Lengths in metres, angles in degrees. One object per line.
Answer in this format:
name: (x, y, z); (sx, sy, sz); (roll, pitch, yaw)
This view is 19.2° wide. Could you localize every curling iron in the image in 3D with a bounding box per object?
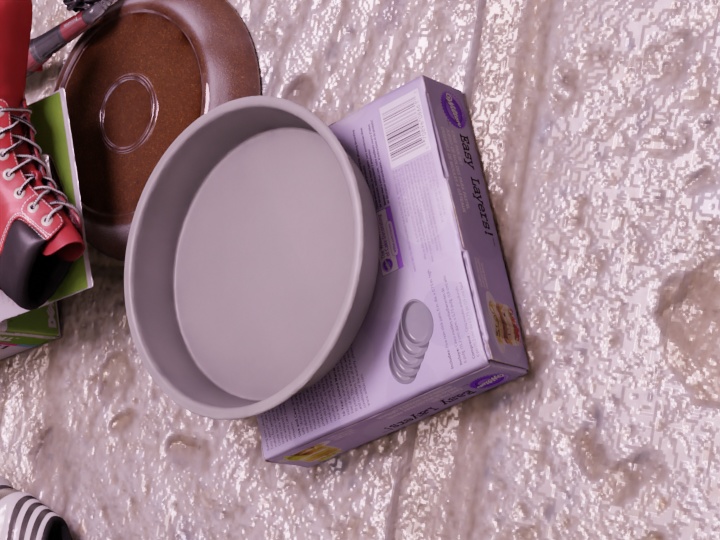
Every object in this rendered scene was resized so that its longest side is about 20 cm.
curling iron: (-0.233, -0.162, 1.539); (0.200, 0.025, 0.050); (-33, 27, 44)

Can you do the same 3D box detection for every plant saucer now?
plant saucer: (-0.153, -0.107, 1.476); (0.199, 0.032, 0.202); (-8, 78, 37)

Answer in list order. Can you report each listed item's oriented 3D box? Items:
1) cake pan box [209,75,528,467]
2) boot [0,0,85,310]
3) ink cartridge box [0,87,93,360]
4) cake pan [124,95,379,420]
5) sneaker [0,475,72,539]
cake pan box: (0.000, 0.000, 1.320); (0.183, 0.052, 0.202); (-26, 66, 30)
boot: (-0.222, -0.083, 1.403); (0.144, 0.072, 0.202); (24, 107, 34)
ink cartridge box: (-0.246, -0.024, 1.501); (0.199, 0.075, 0.149); (-20, 73, 34)
cake pan: (-0.065, -0.006, 1.318); (0.199, 0.037, 0.202); (-10, 75, 38)
sneaker: (-0.256, 0.251, 1.459); (0.115, 0.075, 0.202); (19, 91, 41)
